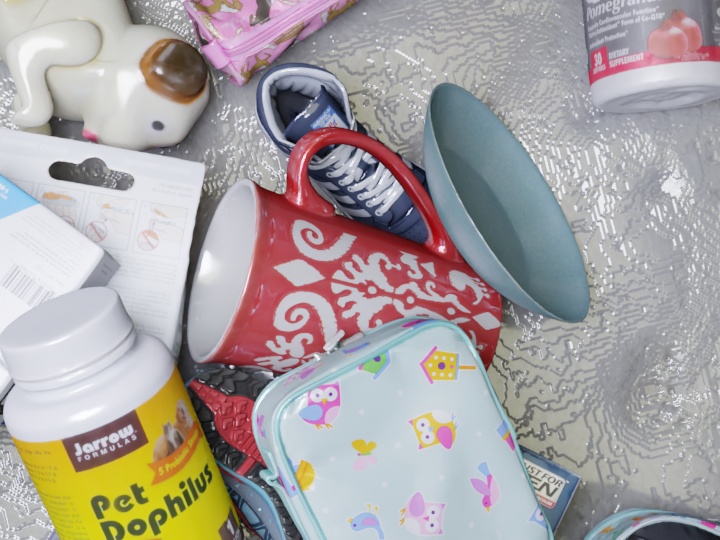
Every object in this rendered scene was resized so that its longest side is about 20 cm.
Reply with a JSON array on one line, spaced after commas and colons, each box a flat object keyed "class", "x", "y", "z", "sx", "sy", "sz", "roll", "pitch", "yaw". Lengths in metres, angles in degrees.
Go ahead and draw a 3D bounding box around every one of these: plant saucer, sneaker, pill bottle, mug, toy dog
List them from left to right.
[{"class": "toy dog", "x": -0.206, "y": -0.167, "z": 0.947, "sx": 0.200, "sy": 0.140, "sz": 0.194, "roll": 42, "pitch": 58, "yaw": 1}, {"class": "pill bottle", "x": -0.152, "y": 0.115, "z": 0.791, "sx": 0.109, "sy": 0.109, "sz": 0.200, "roll": -20, "pitch": 112, "yaw": -3}, {"class": "sneaker", "x": -0.059, "y": 0.151, "z": 0.898, "sx": 0.079, "sy": 0.096, "sz": 0.200, "roll": -41, "pitch": 98, "yaw": -27}, {"class": "mug", "x": 0.000, "y": 0.010, "z": 0.895, "sx": 0.200, "sy": 0.134, "sz": 0.178, "roll": 16, "pitch": 128, "yaw": -21}, {"class": "sneaker", "x": 0.000, "y": -0.081, "z": 0.945, "sx": 0.200, "sy": 0.109, "sz": 0.070, "roll": 38, "pitch": 85, "yaw": 2}, {"class": "plant saucer", "x": 0.097, "y": -0.043, "z": 0.920, "sx": 0.039, "sy": 0.201, "sz": 0.201, "roll": -31, "pitch": 87, "yaw": 25}, {"class": "pill bottle", "x": 0.223, "y": -0.228, "z": 0.962, "sx": 0.111, "sy": 0.111, "sz": 0.200, "roll": -5, "pitch": 86, "yaw": -2}]

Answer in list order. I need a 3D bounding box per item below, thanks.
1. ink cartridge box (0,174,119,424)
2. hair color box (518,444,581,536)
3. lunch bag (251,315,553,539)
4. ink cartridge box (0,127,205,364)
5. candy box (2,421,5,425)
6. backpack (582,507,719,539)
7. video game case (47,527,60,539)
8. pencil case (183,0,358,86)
[{"class": "ink cartridge box", "x": -0.268, "y": 0.039, "z": 0.829, "sx": 0.116, "sy": 0.068, "sz": 0.200, "roll": 36, "pitch": 82, "yaw": 3}, {"class": "hair color box", "x": 0.087, "y": 0.226, "z": 0.933, "sx": 0.060, "sy": 0.100, "sz": 0.200, "roll": 27, "pitch": 85, "yaw": 2}, {"class": "lunch bag", "x": 0.023, "y": 0.135, "z": 0.828, "sx": 0.160, "sy": 0.077, "sz": 0.200, "roll": -26, "pitch": 100, "yaw": -10}, {"class": "ink cartridge box", "x": -0.203, "y": 0.011, "z": 0.894, "sx": 0.160, "sy": 0.047, "sz": 0.200, "roll": 10, "pitch": 80, "yaw": -1}, {"class": "candy box", "x": -0.248, "y": 0.033, "z": 0.947, "sx": 0.200, "sy": 0.077, "sz": 0.169, "roll": 12, "pitch": 85, "yaw": 0}, {"class": "backpack", "x": 0.239, "y": 0.265, "z": 0.909, "sx": 0.200, "sy": 0.151, "sz": 0.178, "roll": 21, "pitch": 83, "yaw": -8}, {"class": "video game case", "x": -0.181, "y": 0.274, "z": 0.835, "sx": 0.143, "sy": 0.019, "sz": 0.200, "roll": 28, "pitch": 65, "yaw": 0}, {"class": "pencil case", "x": -0.039, "y": -0.220, "z": 0.964, "sx": 0.200, "sy": 0.087, "sz": 0.083, "roll": -33, "pitch": 81, "yaw": -4}]
